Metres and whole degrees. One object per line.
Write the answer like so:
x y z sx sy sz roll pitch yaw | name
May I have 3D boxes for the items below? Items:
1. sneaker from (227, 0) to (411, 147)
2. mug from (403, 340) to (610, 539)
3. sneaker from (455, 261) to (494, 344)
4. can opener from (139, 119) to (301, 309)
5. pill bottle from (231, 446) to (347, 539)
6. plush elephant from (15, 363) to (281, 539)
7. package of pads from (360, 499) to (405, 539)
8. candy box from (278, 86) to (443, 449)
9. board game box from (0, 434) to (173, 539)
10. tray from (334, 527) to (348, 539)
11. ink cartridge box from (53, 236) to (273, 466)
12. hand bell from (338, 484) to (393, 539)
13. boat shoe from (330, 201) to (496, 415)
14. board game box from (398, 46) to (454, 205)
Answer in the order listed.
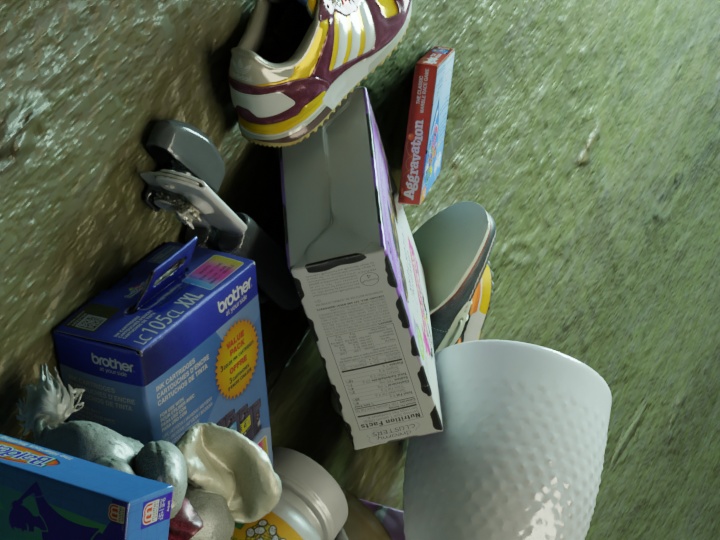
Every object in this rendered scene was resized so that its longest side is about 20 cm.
-0.024 -0.178 1.521 0.200 0.075 0.090 -57 151 -35 | sneaker
0.094 0.174 1.650 0.200 0.147 0.176 136 -29 -57 | mug
0.054 0.078 1.793 0.090 0.070 0.201 -11 112 -43 | sneaker
-0.088 -0.033 1.488 0.067 0.052 0.200 -68 151 -19 | can opener
-0.092 0.221 1.524 0.200 0.112 0.113 -52 143 -38 | pill bottle
-0.136 0.164 1.325 0.155 0.165 0.201 30 32 -36 | plush elephant
0.008 0.299 1.777 0.121 0.075 0.201 47 60 -57 | package of pads
0.000 0.000 1.565 0.200 0.071 0.168 71 9 -45 | candy box
-0.202 0.171 1.209 0.045 0.199 0.153 -14 113 -58 | board game box
0.005 0.295 1.593 0.107 0.022 0.201 -123 -161 -66 | tray
-0.128 0.073 1.438 0.136 0.076 0.201 -41 134 -48 | ink cartridge box
-0.073 0.258 1.631 0.200 0.104 0.104 -41 137 -29 | hand bell
0.051 0.038 1.711 0.062 0.071 0.201 24 100 -43 | boat shoe
0.052 -0.114 1.663 0.200 0.019 0.103 -57 153 -79 | board game box
